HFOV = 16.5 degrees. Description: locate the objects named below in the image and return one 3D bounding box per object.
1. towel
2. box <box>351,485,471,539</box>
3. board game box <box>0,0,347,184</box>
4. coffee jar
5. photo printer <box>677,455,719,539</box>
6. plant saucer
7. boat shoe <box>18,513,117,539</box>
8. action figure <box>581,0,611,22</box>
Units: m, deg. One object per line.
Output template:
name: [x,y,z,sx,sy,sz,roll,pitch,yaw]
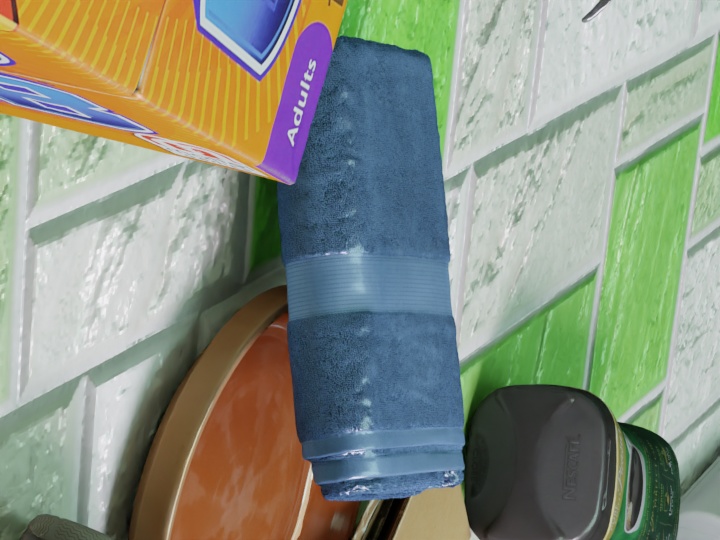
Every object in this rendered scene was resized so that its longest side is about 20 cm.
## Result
towel: [0.000,0.000,1.091,0.112,0.048,0.201,8,77,-63]
box: [0.014,0.174,1.280,0.200,0.021,0.164,75,36,-65]
board game box: [-0.112,-0.157,0.625,0.200,0.200,0.200,27,78,-66]
coffee jar: [0.125,0.128,1.460,0.200,0.085,0.105,33,59,-66]
photo printer: [0.284,0.223,1.895,0.200,0.069,0.167,-33,132,-58]
plant saucer: [-0.051,0.103,1.123,0.200,0.032,0.201,-43,140,-50]
boat shoe: [-0.101,0.176,1.001,0.073,0.074,0.200,-60,151,-33]
action figure: [0.143,-0.219,1.294,0.119,0.102,0.200,-69,157,-43]
